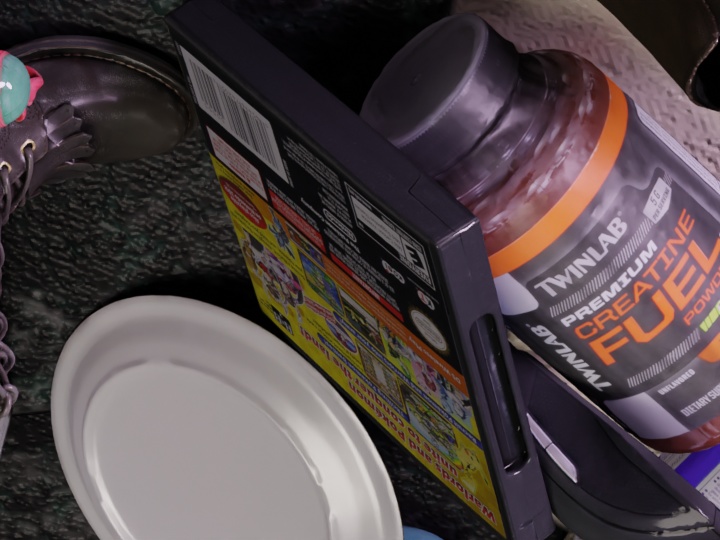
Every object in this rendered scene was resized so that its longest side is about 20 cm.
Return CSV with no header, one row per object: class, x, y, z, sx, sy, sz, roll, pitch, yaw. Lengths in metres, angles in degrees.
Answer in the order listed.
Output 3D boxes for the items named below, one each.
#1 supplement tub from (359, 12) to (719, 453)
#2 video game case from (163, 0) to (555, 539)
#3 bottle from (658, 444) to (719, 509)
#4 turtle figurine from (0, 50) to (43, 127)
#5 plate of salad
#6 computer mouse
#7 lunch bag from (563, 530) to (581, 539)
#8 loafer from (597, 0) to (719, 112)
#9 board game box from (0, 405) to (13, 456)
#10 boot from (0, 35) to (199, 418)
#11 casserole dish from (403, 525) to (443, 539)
supplement tub,0.091,-0.018,1.154,0.107,0.107,0.200,-30,123,36
video game case,0.000,0.000,1.156,0.025,0.200,0.181,-32,135,-17
bottle,0.205,0.068,1.246,0.084,0.065,0.200,24,135,-13
turtle figurine,-0.203,-0.087,1.104,0.200,0.150,0.101,0,110,12
plate of salad,-0.061,0.095,1.333,0.200,0.048,0.200,18,127,26
computer mouse,0.086,0.079,1.205,0.200,0.046,0.140,40,177,25
lunch bag,0.158,0.229,1.375,0.200,0.139,0.168,19,141,-9
loafer,0.129,-0.099,1.034,0.200,0.071,0.073,22,168,38
board game box,-0.228,0.083,1.257,0.097,0.160,0.200,10,154,3
boot,-0.158,-0.010,1.152,0.200,0.174,0.069,-4,140,-8
casserole dish,0.002,0.189,1.439,0.121,0.039,0.200,5,135,9
